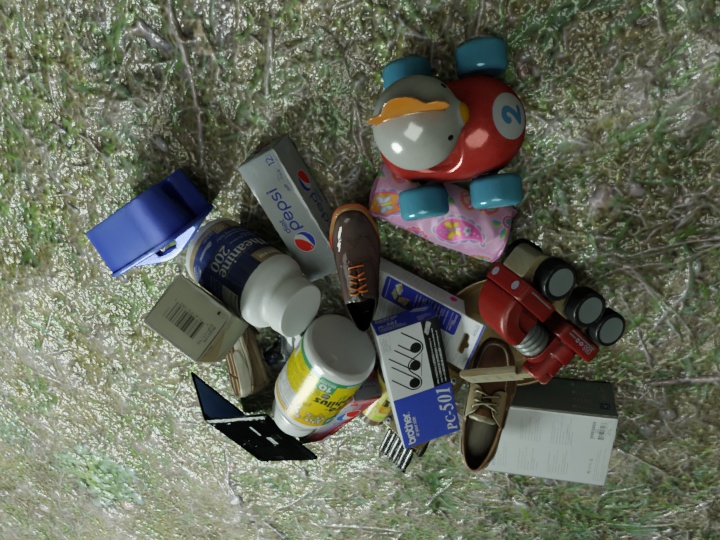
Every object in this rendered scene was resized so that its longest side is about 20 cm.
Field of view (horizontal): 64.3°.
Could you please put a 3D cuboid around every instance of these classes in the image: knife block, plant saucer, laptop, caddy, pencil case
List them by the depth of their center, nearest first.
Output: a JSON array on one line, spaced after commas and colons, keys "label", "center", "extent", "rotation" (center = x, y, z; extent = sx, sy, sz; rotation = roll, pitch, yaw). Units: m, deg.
[{"label": "pencil case", "center": [0.109, -0.080, 0.770], "extent": [0.196, 0.088, 0.089], "rotation": [20, 126, 2]}, {"label": "caddy", "center": [-0.312, -0.062, 0.866], "extent": [0.198, 0.142, 0.106], "rotation": [-25, 110, 29]}, {"label": "plant saucer", "center": [0.221, 0.088, 0.870], "extent": [0.196, 0.036, 0.204], "rotation": [8, 124, 12]}, {"label": "knife block", "center": [0.108, 0.251, 0.990], "extent": [0.064, 0.201, 0.176], "rotation": [36, 174, 24]}, {"label": "laptop", "center": [-0.192, 0.260, 1.027], "extent": [0.196, 0.105, 0.178], "rotation": [-11, 138, 25]}]

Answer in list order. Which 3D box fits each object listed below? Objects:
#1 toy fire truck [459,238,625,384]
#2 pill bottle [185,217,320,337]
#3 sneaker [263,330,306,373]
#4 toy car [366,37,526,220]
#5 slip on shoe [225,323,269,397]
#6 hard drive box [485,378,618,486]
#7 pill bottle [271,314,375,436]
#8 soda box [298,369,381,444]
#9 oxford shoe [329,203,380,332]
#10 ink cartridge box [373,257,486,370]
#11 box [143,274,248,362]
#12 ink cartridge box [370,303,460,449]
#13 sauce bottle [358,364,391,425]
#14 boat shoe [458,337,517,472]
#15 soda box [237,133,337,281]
[{"label": "toy fire truck", "center": [0.207, 0.082, 0.751], "extent": [0.175, 0.129, 0.201], "rotation": [36, 97, -27]}, {"label": "pill bottle", "center": [-0.156, 0.012, 0.842], "extent": [0.198, 0.110, 0.113], "rotation": [31, 131, 28]}, {"label": "sneaker", "center": [-0.129, 0.109, 0.963], "extent": [0.110, 0.074, 0.202], "rotation": [-13, 119, 22]}, {"label": "toy car", "center": [0.085, -0.157, 0.615], "extent": [0.173, 0.199, 0.189], "rotation": [-7, 92, 20]}, {"label": "slip on shoe", "center": [-0.203, 0.109, 0.971], "extent": [0.076, 0.060, 0.204], "rotation": [-25, 80, 59]}, {"label": "hard drive box", "center": [0.300, 0.257, 0.932], "extent": [0.196, 0.077, 0.159], "rotation": [3, 123, 14]}, {"label": "pill bottle", "center": [-0.066, 0.169, 0.874], "extent": [0.111, 0.114, 0.201], "rotation": [30, 130, -5]}, {"label": "soda box", "center": [-0.045, 0.230, 0.993], "extent": [0.062, 0.071, 0.200], "rotation": [2, 146, -37]}, {"label": "oxford shoe", "center": [0.000, 0.000, 0.786], "extent": [0.070, 0.073, 0.202], "rotation": [-10, 133, 0]}, {"label": "ink cartridge box", "center": [0.089, 0.063, 0.863], "extent": [0.198, 0.037, 0.096], "rotation": [30, 129, 18]}, {"label": "box", "center": [-0.228, 0.076, 0.826], "extent": [0.094, 0.078, 0.200], "rotation": [36, 170, 3]}, {"label": "ink cartridge box", "center": [0.083, 0.157, 0.841], "extent": [0.092, 0.044, 0.204], "rotation": [-16, 114, -6]}, {"label": "sauce bottle", "center": [0.054, 0.181, 0.962], "extent": [0.064, 0.065, 0.202], "rotation": [26, 127, -2]}, {"label": "boat shoe", "center": [0.189, 0.203, 0.850], "extent": [0.074, 0.072, 0.205], "rotation": [8, 95, 15]}, {"label": "soda box", "center": [-0.090, -0.088, 0.831], "extent": [0.067, 0.064, 0.202], "rotation": [-20, 115, 25]}]
